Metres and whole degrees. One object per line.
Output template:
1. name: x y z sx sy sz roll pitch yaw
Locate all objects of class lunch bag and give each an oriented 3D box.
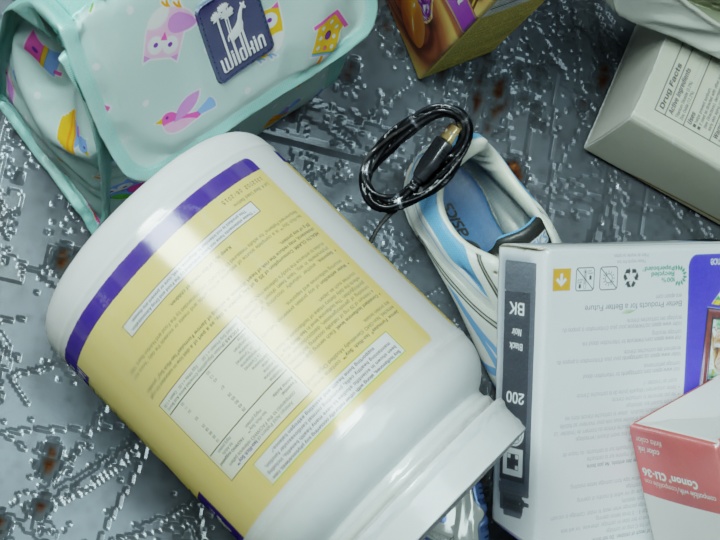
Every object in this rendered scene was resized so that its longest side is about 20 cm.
1. lunch bag: -0.088 -0.121 0.803 0.170 0.200 0.122 -35 85 -19

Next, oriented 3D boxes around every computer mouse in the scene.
1. computer mouse: 0.000 0.000 0.858 0.058 0.034 0.201 28 96 0

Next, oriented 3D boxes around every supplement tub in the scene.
1. supplement tub: -0.034 0.049 0.773 0.200 0.145 0.145 45 72 9

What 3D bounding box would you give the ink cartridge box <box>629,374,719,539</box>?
1. ink cartridge box: 0.222 0.156 0.860 0.116 0.067 0.201 -22 106 -30

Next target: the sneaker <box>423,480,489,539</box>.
1. sneaker: 0.019 0.159 0.847 0.088 0.075 0.201 -6 80 -15

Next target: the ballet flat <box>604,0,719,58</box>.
1. ballet flat: 0.226 -0.141 0.888 0.199 0.069 0.070 18 75 -12

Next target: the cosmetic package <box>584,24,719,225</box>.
1. cosmetic package: 0.245 -0.075 0.951 0.199 0.073 0.104 29 73 -8

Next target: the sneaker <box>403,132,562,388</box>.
1. sneaker: 0.092 0.014 0.896 0.072 0.072 0.200 -34 91 -20

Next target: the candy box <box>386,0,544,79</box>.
1. candy box: 0.057 -0.189 0.857 0.056 0.200 0.117 -22 85 -18

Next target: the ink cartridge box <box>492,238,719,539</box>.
1. ink cartridge box: 0.158 0.083 0.873 0.197 0.043 0.201 -2 95 -34
